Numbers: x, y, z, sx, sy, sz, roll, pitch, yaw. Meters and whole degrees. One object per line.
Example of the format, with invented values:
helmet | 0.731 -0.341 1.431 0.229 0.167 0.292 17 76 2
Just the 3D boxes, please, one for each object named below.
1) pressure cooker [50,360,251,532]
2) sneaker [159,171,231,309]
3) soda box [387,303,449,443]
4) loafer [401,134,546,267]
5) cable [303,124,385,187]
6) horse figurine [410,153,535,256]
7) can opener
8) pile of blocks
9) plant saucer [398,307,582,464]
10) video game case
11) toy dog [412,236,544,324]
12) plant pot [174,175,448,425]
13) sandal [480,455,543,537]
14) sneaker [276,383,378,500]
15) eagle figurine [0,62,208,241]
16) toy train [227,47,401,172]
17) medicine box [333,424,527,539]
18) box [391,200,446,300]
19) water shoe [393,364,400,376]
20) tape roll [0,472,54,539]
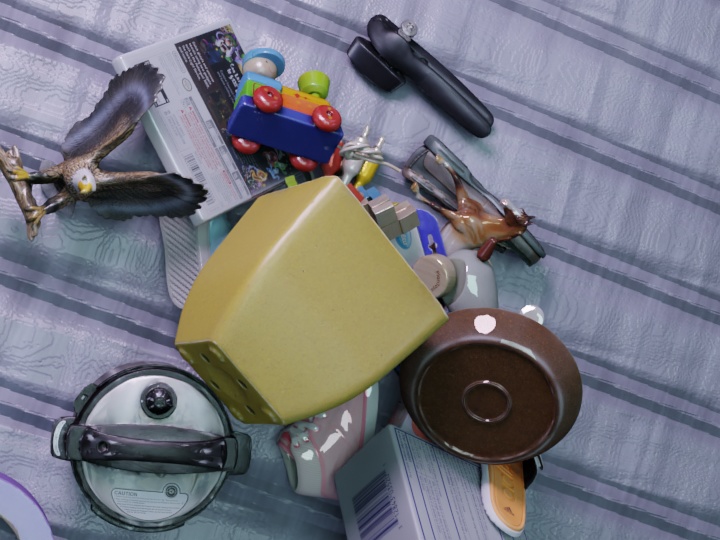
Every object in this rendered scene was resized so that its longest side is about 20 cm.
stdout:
pressure cooker | -0.225 0.182 1.491 0.176 0.200 0.179 -38 96 -12
sneaker | -0.178 -0.046 1.599 0.082 0.074 0.201 20 66 -54
soda box | 0.096 0.129 1.648 0.063 0.068 0.201 26 81 -10
loafer | 0.134 -0.072 1.682 0.063 0.072 0.200 -44 91 7
cable | -0.032 -0.075 1.633 0.097 0.050 0.201 16 81 -29
horse figurine | 0.090 -0.038 1.642 0.132 0.050 0.200 38 113 -11
can opener | 0.081 -0.231 1.681 0.200 0.079 0.064 34 40 -14
pile of blocks | -0.033 -0.079 1.564 0.199 0.062 0.082 0 47 17
plant saucer | 0.137 0.134 1.510 0.199 0.035 0.201 6 121 9
video game case | -0.166 -0.170 1.577 0.182 0.023 0.201 -31 95 -46
toy dog | 0.150 0.044 1.556 0.200 0.096 0.132 48 37 -2
plant pot | -0.073 0.050 1.444 0.200 0.195 0.194 -46 106 -23
sandal | 0.177 0.219 1.608 0.079 0.207 0.059 37 115 -21
sneaker | -0.039 0.165 1.603 0.104 0.075 0.201 2 95 -17
eagle figurine | -0.274 -0.109 1.492 0.199 0.152 0.151 -23 52 -4
toy train | -0.048 -0.177 1.596 0.199 0.085 0.116 16 47 -19
medicine box | 0.088 0.295 1.542 0.200 0.183 0.103 29 119 -34
box | 0.000 0.000 1.606 0.199 0.041 0.120 -16 105 4
water shoe | 0.071 0.081 1.587 0.079 0.071 0.201 -35 98 -27
tape roll | -0.424 0.310 1.492 0.199 0.085 0.201 1 87 -14
